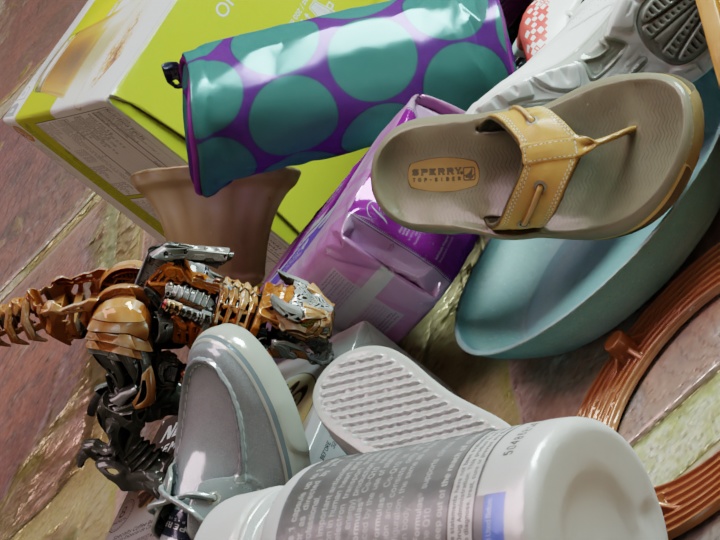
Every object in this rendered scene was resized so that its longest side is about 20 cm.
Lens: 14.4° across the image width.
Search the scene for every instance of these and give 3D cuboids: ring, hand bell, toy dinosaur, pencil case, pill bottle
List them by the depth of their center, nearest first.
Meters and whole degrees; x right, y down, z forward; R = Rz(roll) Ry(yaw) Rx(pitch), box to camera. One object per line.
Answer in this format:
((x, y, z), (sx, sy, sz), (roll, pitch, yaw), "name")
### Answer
((0.027, 0.134, 1.270), (0.200, 0.114, 0.114), (-12, 40, 37), "pill bottle")
((0.159, 0.047, 1.342), (0.200, 0.019, 0.201), (-44, 21, 21), "ring")
((-0.114, 0.037, 1.531), (0.200, 0.136, 0.102), (15, 39, 23), "toy dinosaur")
((-0.009, -0.105, 1.650), (0.092, 0.199, 0.085), (91, 165, -65), "pencil case")
((-0.083, 0.040, 1.724), (0.104, 0.104, 0.201), (-11, 81, 61), "hand bell")

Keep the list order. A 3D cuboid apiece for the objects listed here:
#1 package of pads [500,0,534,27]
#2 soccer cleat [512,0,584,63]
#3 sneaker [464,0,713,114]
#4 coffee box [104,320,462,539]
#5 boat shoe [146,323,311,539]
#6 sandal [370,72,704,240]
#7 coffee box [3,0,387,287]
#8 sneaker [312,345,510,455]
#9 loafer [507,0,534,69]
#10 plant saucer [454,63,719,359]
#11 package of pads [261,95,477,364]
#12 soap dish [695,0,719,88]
((0.084, -0.214, 1.766), (0.121, 0.076, 0.200), (-52, -16, 7), "package of pads")
((0.144, -0.164, 1.683), (0.085, 0.069, 0.200), (-47, 13, 36), "soccer cleat")
((0.120, -0.096, 1.519), (0.200, 0.078, 0.099), (-39, 10, 3), "sneaker")
((-0.047, 0.120, 1.574), (0.200, 0.080, 0.113), (-27, 31, 48), "coffee box")
((-0.069, 0.130, 1.449), (0.070, 0.201, 0.071), (7, 19, 45), "boat shoe")
((0.080, -0.054, 1.424), (0.200, 0.054, 0.081), (-5, 85, 36), "sandal")
((-0.077, -0.124, 1.898), (0.200, 0.200, 0.198), (-57, 21, -16), "coffee box")
((0.054, 0.111, 1.403), (0.074, 0.082, 0.200), (-40, 42, -2), "sneaker")
((0.070, -0.096, 1.727), (0.072, 0.063, 0.200), (-20, 36, 55), "loafer")
((0.131, -0.023, 1.493), (0.200, 0.036, 0.200), (-43, 17, 17), "plant saucer")
((0.000, 0.000, 1.610), (0.200, 0.076, 0.121), (-49, 10, 54), "package of pads")
((0.243, -0.161, 1.362), (0.200, 0.081, 0.158), (-35, 50, 34), "soap dish")
